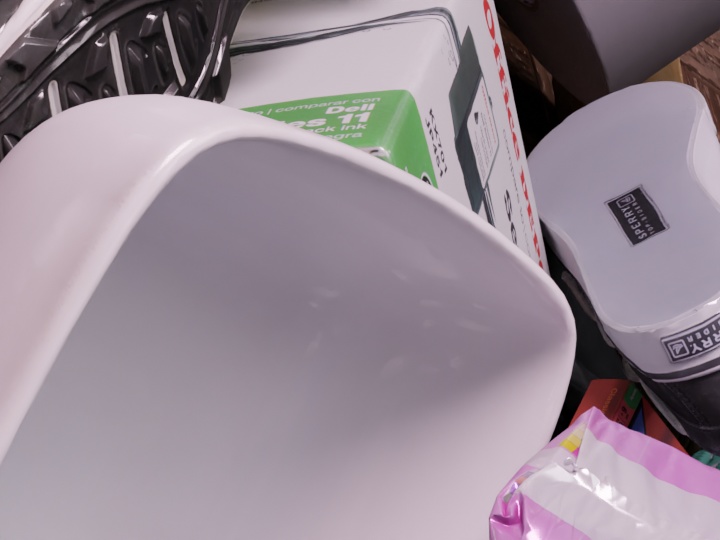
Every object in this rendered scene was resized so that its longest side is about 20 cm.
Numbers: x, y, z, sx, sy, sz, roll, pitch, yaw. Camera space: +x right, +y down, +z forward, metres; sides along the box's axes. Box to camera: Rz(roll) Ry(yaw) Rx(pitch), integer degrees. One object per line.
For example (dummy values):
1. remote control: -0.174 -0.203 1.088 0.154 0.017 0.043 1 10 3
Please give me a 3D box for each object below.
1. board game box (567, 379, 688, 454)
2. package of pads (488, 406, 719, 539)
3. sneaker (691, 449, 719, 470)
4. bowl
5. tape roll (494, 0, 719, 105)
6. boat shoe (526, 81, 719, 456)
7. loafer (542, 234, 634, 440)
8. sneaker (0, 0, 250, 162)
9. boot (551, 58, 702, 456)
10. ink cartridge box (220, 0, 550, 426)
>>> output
1. board game box: 0.063 0.144 0.865 0.103 0.019 0.200 51 56 -35
2. package of pads: 0.077 0.142 0.719 0.076 0.120 0.200 -43 153 -48
3. sneaker: 0.165 0.096 1.004 0.088 0.200 0.074 55 46 -4
4. bowl: -0.051 0.058 0.652 0.200 0.075 0.200 27 90 -55
5. tape roll: 0.066 -0.164 1.094 0.200 0.066 0.200 56 -4 5
6. boat shoe: 0.107 -0.002 0.927 0.068 0.074 0.199 62 2 -24
7. loafer: 0.047 0.009 1.012 0.201 0.068 0.070 53 19 -41
8. sneaker: -0.070 -0.079 0.730 0.200 0.079 0.074 -60 151 -43
9. boot: 0.122 -0.037 1.140 0.066 0.175 0.200 5 56 -13
10. ink cartridge box: 0.000 0.000 0.833 0.200 0.083 0.147 -67 147 -65
